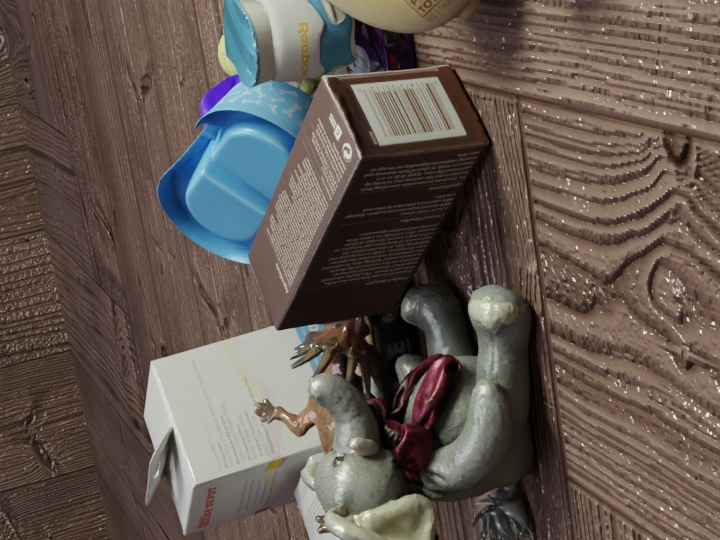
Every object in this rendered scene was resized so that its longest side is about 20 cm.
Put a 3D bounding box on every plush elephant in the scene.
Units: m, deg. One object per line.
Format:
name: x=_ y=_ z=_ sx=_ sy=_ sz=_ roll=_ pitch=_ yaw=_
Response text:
plush elephant: x=0.029 y=0.114 z=1.091 sx=0.165 sy=0.153 sz=0.202 roll=-160 pitch=58 yaw=-69

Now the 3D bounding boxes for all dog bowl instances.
dog bowl: x=-0.085 y=-0.078 z=1.253 sx=0.111 sy=0.050 sz=0.200 roll=33 pitch=146 yaw=-8

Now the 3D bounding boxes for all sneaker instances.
sneaker: x=-0.056 y=-0.184 z=1.142 sx=0.200 sy=0.080 sz=0.077 roll=-114 pitch=20 yaw=-57

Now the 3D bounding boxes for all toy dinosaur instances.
toy dinosaur: x=-0.005 y=0.118 z=1.215 sx=0.201 sy=0.085 sz=0.136 roll=64 pitch=153 yaw=18

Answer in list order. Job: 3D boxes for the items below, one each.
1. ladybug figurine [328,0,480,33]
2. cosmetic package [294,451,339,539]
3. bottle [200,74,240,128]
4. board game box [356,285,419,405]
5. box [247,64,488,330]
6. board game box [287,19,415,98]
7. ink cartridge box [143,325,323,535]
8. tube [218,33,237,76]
ladybug figurine: x=0.007 y=-0.231 z=0.963 sx=0.135 sy=0.072 sz=0.201 roll=-37 pitch=90 yaw=36
cosmetic package: x=0.017 y=0.252 z=1.352 sx=0.108 sy=0.084 sz=0.202 roll=115 pitch=137 yaw=-64
bottle: x=-0.076 y=-0.072 z=1.370 sx=0.083 sy=0.065 sz=0.201 roll=40 pitch=158 yaw=38
board game box: x=0.000 y=0.000 z=1.290 sx=0.135 sy=0.034 sz=0.202 roll=-143 pitch=42 yaw=-63
box: x=0.001 y=-0.047 z=1.100 sx=0.075 sy=0.099 sz=0.201 roll=65 pitch=148 yaw=29
board game box: x=-0.026 y=-0.179 z=1.191 sx=0.199 sy=0.032 sz=0.121 roll=18 pitch=117 yaw=58
ink cartridge box: x=-0.104 y=0.140 z=1.442 sx=0.129 sy=0.198 sz=0.126 roll=109 pitch=142 yaw=-59
tube: x=-0.059 y=-0.170 z=1.326 sx=0.058 sy=0.052 sz=0.200 roll=36 pitch=176 yaw=-31
